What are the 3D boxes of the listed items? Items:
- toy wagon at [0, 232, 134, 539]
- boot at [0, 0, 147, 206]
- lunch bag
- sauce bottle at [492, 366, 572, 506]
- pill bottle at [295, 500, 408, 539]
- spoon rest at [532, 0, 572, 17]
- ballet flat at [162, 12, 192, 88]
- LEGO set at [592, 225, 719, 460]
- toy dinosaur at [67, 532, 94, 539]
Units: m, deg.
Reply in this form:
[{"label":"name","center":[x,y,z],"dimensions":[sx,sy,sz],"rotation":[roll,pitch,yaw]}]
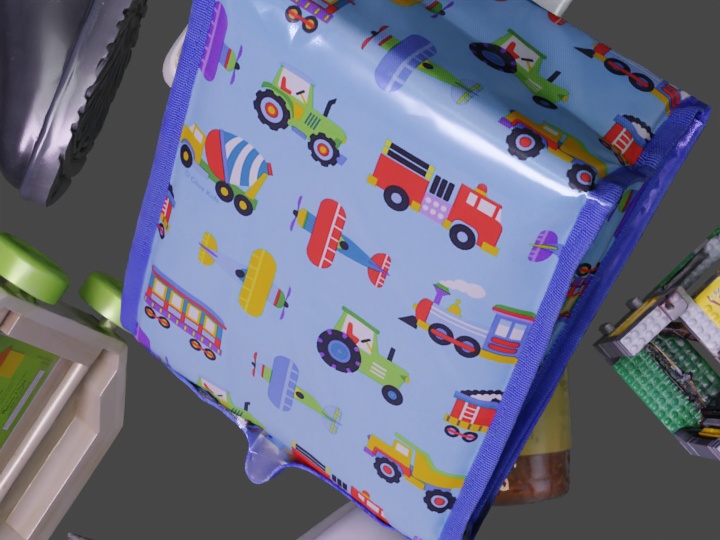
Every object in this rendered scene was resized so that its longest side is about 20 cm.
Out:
[{"label":"toy wagon","center":[-0.154,0.059,0.848],"dimensions":[0.040,0.200,0.156],"rotation":[35,93,27]},{"label":"boot","center":[-0.178,-0.133,0.910],"dimensions":[0.199,0.066,0.166],"rotation":[20,83,0]},{"label":"lunch bag","center":[0.000,0.000,0.800],"dimensions":[0.150,0.094,0.201],"rotation":[33,124,13]},{"label":"sauce bottle","center":[0.045,-0.013,0.898],"dimensions":[0.066,0.066,0.201],"rotation":[-1,91,4]},{"label":"pill bottle","center":[0.028,0.188,0.879],"dimensions":[0.109,0.109,0.200],"rotation":[-37,88,3]},{"label":"spoon rest","center":[0.035,-0.052,0.835],"dimensions":[0.099,0.061,0.200],"rotation":[37,103,15]},{"label":"ballet flat","center":[-0.041,-0.057,0.900],"dimensions":[0.067,0.067,0.201],"rotation":[-4,93,-11]},{"label":"LEGO set","center":[0.180,0.040,0.858],"dimensions":[0.153,0.116,0.200],"rotation":[-34,88,-1]},{"label":"toy dinosaur","center":[-0.062,0.189,0.824],"dimensions":[0.200,0.102,0.077],"rotation":[49,50,5]}]
